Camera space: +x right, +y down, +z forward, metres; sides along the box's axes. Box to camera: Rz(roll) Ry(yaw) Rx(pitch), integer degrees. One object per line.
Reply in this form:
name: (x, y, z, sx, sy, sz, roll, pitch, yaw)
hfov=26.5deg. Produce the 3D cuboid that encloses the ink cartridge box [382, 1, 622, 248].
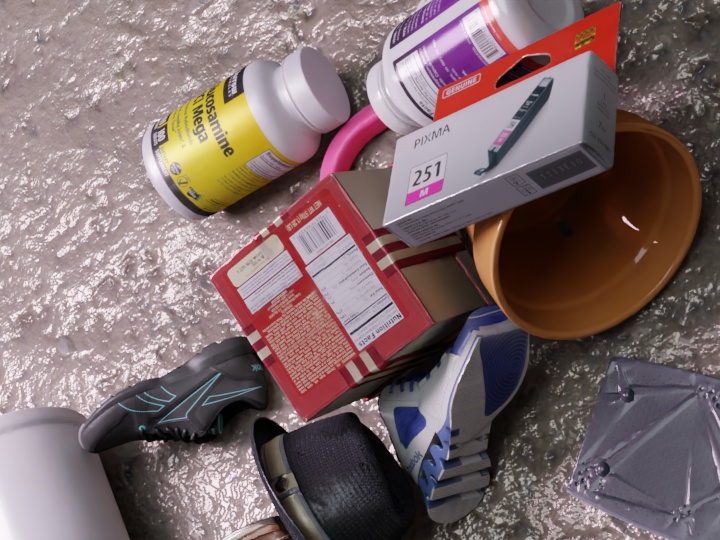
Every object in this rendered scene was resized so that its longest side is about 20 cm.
ink cartridge box: (0.114, -0.125, 1.213, 0.199, 0.043, 0.174, -22, 46, 38)

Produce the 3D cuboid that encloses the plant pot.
plant pot: (0.168, -0.062, 1.299, 0.200, 0.200, 0.140, -51, 38, 10)

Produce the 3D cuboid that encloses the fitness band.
fitness band: (0.048, -0.110, 1.476, 0.200, 0.037, 0.144, -31, 61, 21)

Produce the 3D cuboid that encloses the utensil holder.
utensil holder: (-0.318, 0.264, 1.528, 0.170, 0.170, 0.201, -39, 60, 18)

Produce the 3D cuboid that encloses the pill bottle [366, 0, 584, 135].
pill bottle: (0.097, -0.197, 1.368, 0.200, 0.112, 0.113, -29, 60, 44)

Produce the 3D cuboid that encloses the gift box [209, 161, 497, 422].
gift box: (0.000, 0.000, 1.370, 0.184, 0.187, 0.201, -33, 80, 24)

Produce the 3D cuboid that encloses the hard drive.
hard drive: (0.277, 0.155, 1.238, 0.199, 0.042, 0.136, 16, 85, 36)

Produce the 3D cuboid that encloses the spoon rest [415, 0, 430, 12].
spoon rest: (0.126, -0.242, 1.461, 0.199, 0.060, 0.100, 1, 74, 48)

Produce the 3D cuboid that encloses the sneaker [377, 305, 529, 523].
sneaker: (0.068, 0.111, 1.345, 0.115, 0.080, 0.200, 41, 126, 42)

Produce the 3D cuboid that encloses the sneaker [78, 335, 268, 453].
sneaker: (-0.184, 0.139, 1.512, 0.199, 0.075, 0.080, -27, 76, 2)

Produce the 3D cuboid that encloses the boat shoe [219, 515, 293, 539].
boat shoe: (-0.123, 0.308, 1.447, 0.200, 0.076, 0.074, -43, 62, 25)

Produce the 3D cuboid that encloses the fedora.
fedora: (-0.011, 0.192, 1.342, 0.091, 0.201, 0.201, -35, 58, 7)

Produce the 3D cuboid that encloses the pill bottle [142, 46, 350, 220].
pill bottle: (-0.114, -0.142, 1.547, 0.199, 0.112, 0.113, -28, 62, 24)
